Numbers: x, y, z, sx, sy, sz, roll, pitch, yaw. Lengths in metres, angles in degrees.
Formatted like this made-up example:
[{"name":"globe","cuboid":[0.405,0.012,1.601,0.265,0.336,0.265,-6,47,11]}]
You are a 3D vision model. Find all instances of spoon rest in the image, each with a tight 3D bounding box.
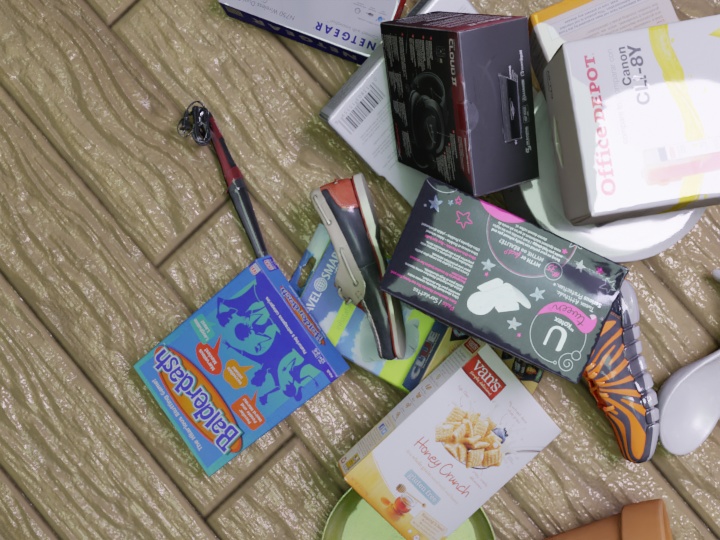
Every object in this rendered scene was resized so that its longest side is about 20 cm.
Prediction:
[{"name":"spoon rest","cuboid":[0.372,0.102,0.919,0.098,0.060,0.203,24,87,-34]}]

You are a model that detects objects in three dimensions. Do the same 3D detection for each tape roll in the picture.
[{"name":"tape roll","cuboid":[0.254,-0.107,0.905,0.199,0.139,0.207,0,88,3]}]

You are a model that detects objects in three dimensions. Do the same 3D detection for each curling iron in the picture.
[{"name":"curling iron","cuboid":[-0.153,-0.098,0.986,0.049,0.025,0.203,-26,90,-35]}]

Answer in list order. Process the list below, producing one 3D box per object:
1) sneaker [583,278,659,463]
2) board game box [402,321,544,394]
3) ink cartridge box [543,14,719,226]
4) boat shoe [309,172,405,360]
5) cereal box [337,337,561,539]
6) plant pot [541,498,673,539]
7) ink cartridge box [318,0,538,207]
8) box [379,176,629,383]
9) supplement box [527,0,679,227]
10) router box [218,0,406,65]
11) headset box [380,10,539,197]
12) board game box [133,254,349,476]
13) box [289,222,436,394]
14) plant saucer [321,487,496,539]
[{"name":"sneaker","cuboid":[0.243,0.111,0.914,0.110,0.078,0.204,-11,87,-11]},{"name":"board game box","cuboid":[0.148,0.066,0.930,0.134,0.035,0.202,29,89,-22]},{"name":"ink cartridge box","cuboid":[0.266,-0.125,0.719,0.196,0.083,0.148,-9,87,2]},{"name":"boat shoe","cuboid":[0.000,0.000,0.905,0.062,0.071,0.203,-16,83,6]},{"name":"cereal box","cuboid":[0.094,0.183,0.895,0.200,0.040,0.144,-43,112,2]},{"name":"plant pot","cuboid":[0.253,0.340,0.871,0.138,0.200,0.204,-10,87,20]},{"name":"ink cartridge box","cuboid":[0.080,-0.185,0.960,0.200,0.044,0.173,-47,117,1]},{"name":"box","cuboid":[0.133,0.012,0.821,0.198,0.132,0.116,26,91,10]},{"name":"supplement box","cuboid":[0.245,-0.158,0.800,0.124,0.074,0.203,-21,86,2]},{"name":"router box","cuboid":[-0.037,-0.348,0.979,0.197,0.049,0.182,20,89,4]},{"name":"headset box","cuboid":[0.097,-0.167,0.836,0.076,0.200,0.151,-16,112,-18]},{"name":"board game box","cuboid":[-0.133,0.106,0.944,0.199,0.045,0.153,-39,85,19]},{"name":"box","cuboid":[0.012,0.043,0.961,0.198,0.048,0.123,28,89,4]},{"name":"plant saucer","cuboid":[0.053,0.317,0.955,0.196,0.031,0.204,0,88,5]}]
